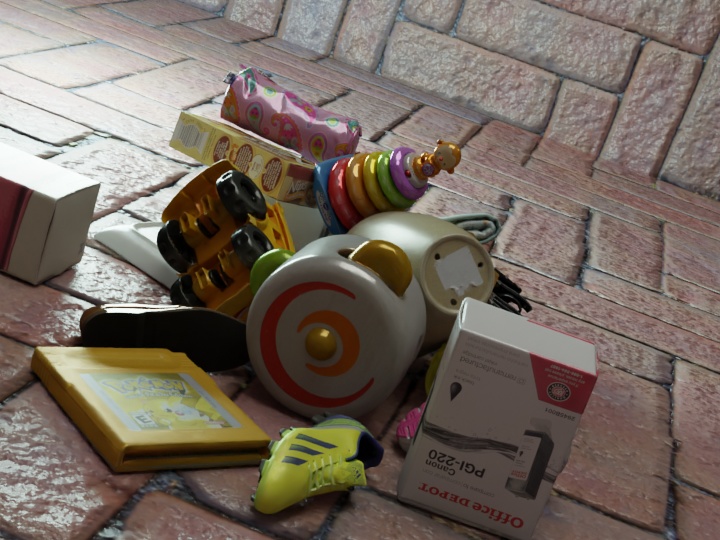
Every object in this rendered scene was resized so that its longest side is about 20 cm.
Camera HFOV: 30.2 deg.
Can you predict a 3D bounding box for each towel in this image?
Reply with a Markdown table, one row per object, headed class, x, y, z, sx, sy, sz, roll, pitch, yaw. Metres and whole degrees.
| class | x | y | z | sx | sy | sz | roll | pitch | yaw |
| --- | --- | --- | --- | --- | --- | --- | --- | --- | --- |
| towel | 0.088 | -0.052 | 1.916 | 0.197 | 0.049 | 0.171 | -4 | 2 | -8 |

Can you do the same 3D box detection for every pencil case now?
| class | x | y | z | sx | sy | sz | roll | pitch | yaw |
| --- | --- | --- | --- | --- | --- | --- | --- | --- | --- |
| pencil case | -0.096 | -0.207 | 1.831 | 0.198 | 0.088 | 0.087 | 28 | 18 | 5 |

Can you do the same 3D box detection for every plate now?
| class | x | y | z | sx | sy | sz | roll | pitch | yaw |
| --- | --- | --- | --- | --- | --- | --- | --- | --- | --- |
| plate | -0.216 | -0.021 | 1.754 | 0.199 | 0.033 | 0.199 | 31 | 20 | 32 |

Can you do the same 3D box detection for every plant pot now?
| class | x | y | z | sx | sy | sz | roll | pitch | yaw |
| --- | --- | --- | --- | --- | --- | --- | --- | --- | --- |
| plant pot | 0.077 | 0.011 | 1.582 | 0.185 | 0.190 | 0.200 | 13 | -9 | -17 |

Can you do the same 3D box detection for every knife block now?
| class | x | y | z | sx | sy | sz | roll | pitch | yaw |
| --- | --- | --- | --- | --- | --- | --- | --- | --- | --- |
| knife block | 0.133 | 0.025 | 1.760 | 0.199 | 0.064 | 0.177 | 13 | 40 | -42 |

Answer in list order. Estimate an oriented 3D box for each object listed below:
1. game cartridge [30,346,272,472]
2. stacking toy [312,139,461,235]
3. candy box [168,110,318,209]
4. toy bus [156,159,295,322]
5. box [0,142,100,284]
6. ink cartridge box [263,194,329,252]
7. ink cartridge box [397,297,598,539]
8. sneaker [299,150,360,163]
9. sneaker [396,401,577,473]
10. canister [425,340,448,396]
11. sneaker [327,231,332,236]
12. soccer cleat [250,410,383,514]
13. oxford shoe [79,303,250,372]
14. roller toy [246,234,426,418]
| class | x | y | z | sx | sy | sz | roll | pitch | yaw |
| --- | --- | --- | --- | --- | --- | --- | --- | --- | --- |
| game cartridge | -0.206 | 0.130 | 1.310 | 0.175 | 0.033 | 0.200 | 4 | 24 | -41 |
| stacking toy | 0.047 | -0.116 | 1.698 | 0.199 | 0.117 | 0.109 | -20 | 2 | 36 |
| candy box | -0.144 | -0.146 | 1.774 | 0.199 | 0.056 | 0.115 | 28 | 10 | 30 |
| toy bus | -0.136 | -0.003 | 1.630 | 0.192 | 0.135 | 0.201 | 34 | 28 | -44 |
| box | -0.430 | -0.080 | 1.577 | 0.198 | 0.110 | 0.128 | 21 | 17 | 8 |
| ink cartridge box | -0.104 | -0.077 | 1.902 | 0.143 | 0.085 | 0.200 | 22 | 9 | 5 |
| ink cartridge box | 0.134 | 0.151 | 1.320 | 0.144 | 0.202 | 0.085 | 19 | 23 | 1 |
| sneaker | -0.056 | -0.150 | 1.953 | 0.081 | 0.078 | 0.200 | 17 | 6 | 15 |
| sneaker | 0.137 | 0.188 | 1.423 | 0.197 | 0.089 | 0.082 | 0 | 27 | 12 |
| canister | 0.187 | 0.135 | 1.618 | 0.148 | 0.087 | 0.199 | 27 | 18 | 25 |
| sneaker | 0.000 | 0.000 | 1.762 | 0.079 | 0.077 | 0.202 | -1 | 50 | -11 |
| soccer cleat | -0.036 | 0.186 | 1.266 | 0.083 | 0.065 | 0.200 | 27 | 18 | 16 |
| oxford shoe | -0.208 | 0.063 | 1.453 | 0.198 | 0.072 | 0.071 | 10 | 13 | -23 |
| roller toy | -0.024 | 0.062 | 1.443 | 0.198 | 0.185 | 0.140 | -9 | 12 | 17 |
